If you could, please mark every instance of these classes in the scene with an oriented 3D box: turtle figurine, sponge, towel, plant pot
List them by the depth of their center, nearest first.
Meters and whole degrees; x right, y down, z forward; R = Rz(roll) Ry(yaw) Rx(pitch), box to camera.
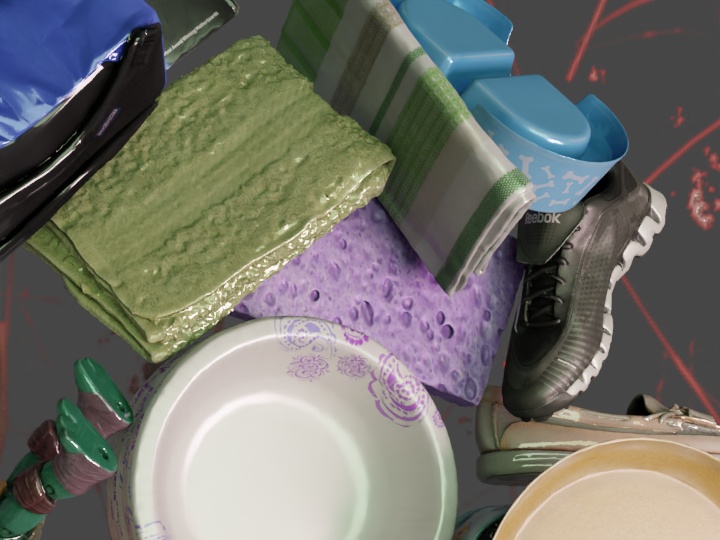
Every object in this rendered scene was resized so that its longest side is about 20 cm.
[{"bbox_3d":[-0.220,0.135,1.323,0.200,0.150,0.101,-35,123,14],"label":"turtle figurine"},{"bbox_3d":[0.157,0.196,1.339,0.200,0.027,0.200,2,82,-16],"label":"plant pot"},{"bbox_3d":[-0.093,-0.045,1.400,0.200,0.037,0.148,-39,65,-16],"label":"towel"},{"bbox_3d":[0.026,-0.094,1.400,0.031,0.149,0.200,-29,78,-24],"label":"towel"},{"bbox_3d":[0.000,0.000,1.467,0.200,0.030,0.112,22,75,-16],"label":"sponge"}]

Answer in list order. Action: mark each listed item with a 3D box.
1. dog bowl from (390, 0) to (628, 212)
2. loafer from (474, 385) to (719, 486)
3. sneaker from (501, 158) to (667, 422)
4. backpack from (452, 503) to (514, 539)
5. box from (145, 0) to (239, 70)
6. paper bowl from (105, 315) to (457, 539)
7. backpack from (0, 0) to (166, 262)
[{"bbox_3d":[0.073,-0.108,1.445,0.111,0.050,0.200,-9,45,-48],"label":"dog bowl"},{"bbox_3d":[0.168,0.102,1.498,0.200,0.072,0.063,1,75,-18],"label":"loafer"},{"bbox_3d":[0.124,-0.001,1.470,0.091,0.066,0.200,52,52,-34],"label":"sneaker"},{"bbox_3d":[0.123,0.224,1.415,0.200,0.153,0.176,14,84,-22],"label":"backpack"},{"bbox_3d":[-0.197,-0.157,1.407,0.200,0.044,0.160,-40,98,-20],"label":"box"},{"bbox_3d":[-0.052,0.130,1.389,0.200,0.104,0.201,3,82,-19],"label":"paper bowl"},{"bbox_3d":[-0.223,-0.091,1.285,0.168,0.163,0.200,41,79,11],"label":"backpack"}]
